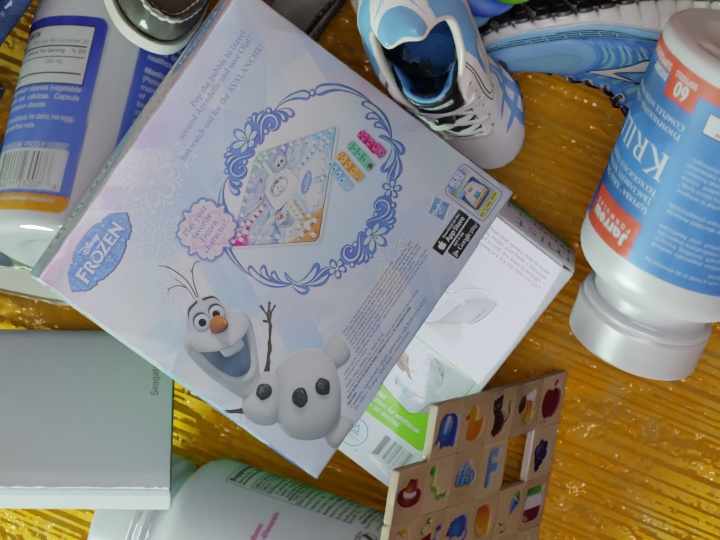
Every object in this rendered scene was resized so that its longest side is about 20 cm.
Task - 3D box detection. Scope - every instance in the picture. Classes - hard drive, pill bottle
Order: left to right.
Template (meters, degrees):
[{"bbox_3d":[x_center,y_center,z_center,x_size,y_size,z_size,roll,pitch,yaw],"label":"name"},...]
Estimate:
[{"bbox_3d":[-0.213,0.089,1.623,0.198,0.132,0.027,1,134,-3],"label":"hard drive"},{"bbox_3d":[-0.147,-0.101,1.575,0.111,0.112,0.201,12,75,1],"label":"pill bottle"},{"bbox_3d":[-0.059,0.182,1.630,0.199,0.113,0.114,17,102,17],"label":"pill bottle"},{"bbox_3d":[0.193,-0.040,1.548,0.112,0.112,0.201,20,115,-1],"label":"pill bottle"}]

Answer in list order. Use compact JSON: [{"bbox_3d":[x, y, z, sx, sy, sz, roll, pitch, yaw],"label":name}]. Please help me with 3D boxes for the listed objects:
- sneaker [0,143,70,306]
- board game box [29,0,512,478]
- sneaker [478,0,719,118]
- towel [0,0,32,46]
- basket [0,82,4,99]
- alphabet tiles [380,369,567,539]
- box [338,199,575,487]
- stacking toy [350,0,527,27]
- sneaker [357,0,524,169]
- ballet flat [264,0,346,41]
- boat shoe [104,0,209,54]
[{"bbox_3d":[-0.240,-0.037,1.645,0.199,0.067,0.091,11,93,2],"label":"sneaker"},{"bbox_3d":[-0.049,-0.022,1.507,0.199,0.043,0.201,37,85,-16],"label":"board game box"},{"bbox_3d":[0.155,-0.121,1.596,0.198,0.078,0.091,-2,107,6],"label":"sneaker"},{"bbox_3d":[-0.183,-0.227,1.577,0.048,0.112,0.200,33,101,-17],"label":"towel"},{"bbox_3d":[-0.318,-0.135,1.564,0.200,0.180,0.136,44,82,-2],"label":"basket"},{"bbox_3d":[0.063,0.152,1.601,0.008,0.200,0.168,16,103,30],"label":"alphabet tiles"},{"bbox_3d":[0.000,0.000,1.617,0.200,0.097,0.177,37,100,-4],"label":"box"},{"bbox_3d":[0.087,-0.189,1.534,0.199,0.085,0.086,-19,101,43],"label":"stacking toy"},{"bbox_3d":[0.046,-0.108,1.537,0.071,0.200,0.073,-6,60,19],"label":"sneaker"},{"bbox_3d":[-0.040,-0.170,1.612,0.067,0.046,0.201,32,101,-4],"label":"ballet flat"},{"bbox_3d":[-0.101,-0.212,1.533,0.071,0.202,0.061,25,137,-20],"label":"boat shoe"}]
